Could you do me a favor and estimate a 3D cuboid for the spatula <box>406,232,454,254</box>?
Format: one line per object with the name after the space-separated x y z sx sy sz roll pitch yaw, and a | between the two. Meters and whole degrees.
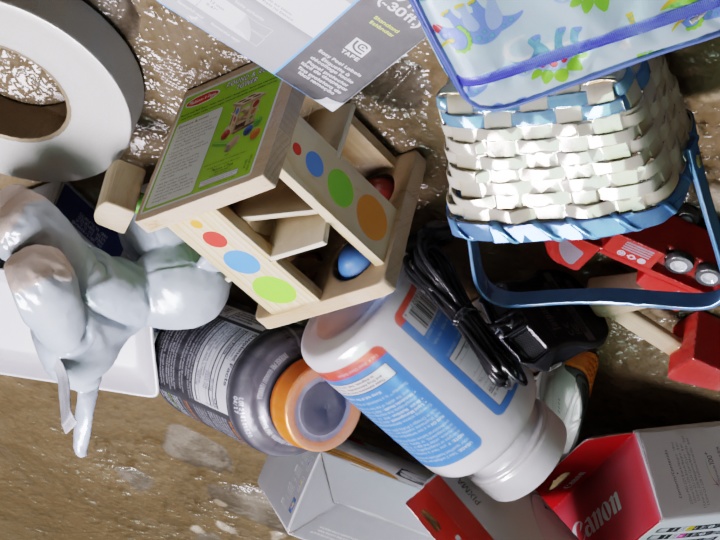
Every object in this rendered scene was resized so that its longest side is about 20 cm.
0.000 0.000 1.283 0.056 0.021 0.200 26 144 -36 | spatula

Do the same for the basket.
0.142 -0.058 1.034 0.176 0.139 0.200 0 123 24 | basket

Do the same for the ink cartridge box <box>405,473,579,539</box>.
0.121 0.214 1.264 0.163 0.057 0.200 49 -173 8 | ink cartridge box

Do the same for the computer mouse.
0.100 0.021 1.180 0.046 0.200 0.141 -43 77 29 | computer mouse

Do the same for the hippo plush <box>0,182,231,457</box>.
-0.180 0.004 1.214 0.161 0.200 0.159 -20 161 -10 | hippo plush

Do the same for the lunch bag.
0.124 -0.182 0.894 0.200 0.083 0.161 -16 134 12 | lunch bag

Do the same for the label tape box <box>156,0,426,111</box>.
-0.013 -0.197 0.979 0.143 0.066 0.200 31 144 -22 | label tape box

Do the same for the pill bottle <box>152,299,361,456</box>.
-0.081 0.089 1.299 0.106 0.106 0.200 42 166 -33 | pill bottle

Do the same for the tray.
-0.262 0.045 1.351 0.200 0.022 0.108 7 120 15 | tray

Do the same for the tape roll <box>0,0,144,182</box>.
-0.259 -0.142 1.174 0.202 0.037 0.203 11 146 8 | tape roll

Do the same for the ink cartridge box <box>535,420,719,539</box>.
0.239 0.209 1.372 0.175 0.084 0.200 -3 151 -21 | ink cartridge box

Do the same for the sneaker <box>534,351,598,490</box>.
0.139 0.124 1.363 0.092 0.076 0.200 20 143 3 | sneaker

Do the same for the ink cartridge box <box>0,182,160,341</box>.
-0.265 0.015 1.390 0.200 0.041 0.200 -14 136 35 | ink cartridge box

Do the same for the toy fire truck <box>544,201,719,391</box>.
0.214 0.009 1.190 0.200 0.049 0.141 22 145 -9 | toy fire truck

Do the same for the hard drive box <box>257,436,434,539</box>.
0.003 0.203 1.428 0.156 0.077 0.200 22 179 -13 | hard drive box

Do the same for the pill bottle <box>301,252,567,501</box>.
0.060 0.085 1.207 0.200 0.112 0.112 43 137 -22 | pill bottle

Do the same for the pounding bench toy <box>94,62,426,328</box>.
-0.076 -0.044 1.163 0.200 0.124 0.156 -17 134 38 | pounding bench toy

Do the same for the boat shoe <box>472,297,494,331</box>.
0.078 0.081 1.324 0.071 0.069 0.200 28 143 -17 | boat shoe
